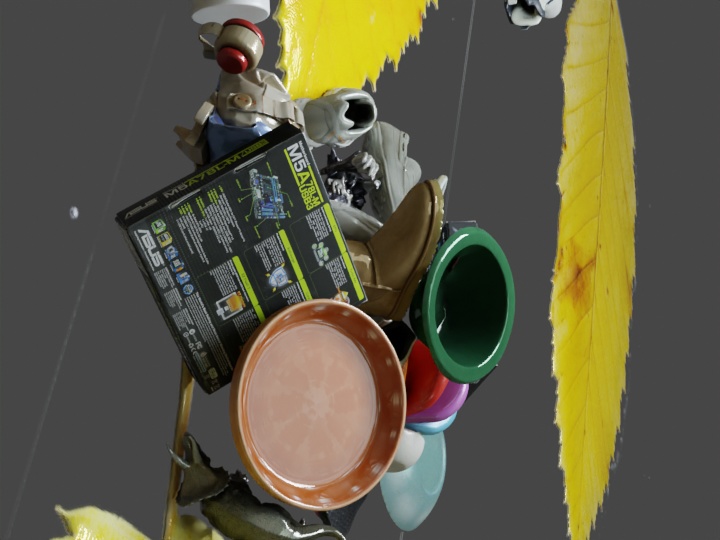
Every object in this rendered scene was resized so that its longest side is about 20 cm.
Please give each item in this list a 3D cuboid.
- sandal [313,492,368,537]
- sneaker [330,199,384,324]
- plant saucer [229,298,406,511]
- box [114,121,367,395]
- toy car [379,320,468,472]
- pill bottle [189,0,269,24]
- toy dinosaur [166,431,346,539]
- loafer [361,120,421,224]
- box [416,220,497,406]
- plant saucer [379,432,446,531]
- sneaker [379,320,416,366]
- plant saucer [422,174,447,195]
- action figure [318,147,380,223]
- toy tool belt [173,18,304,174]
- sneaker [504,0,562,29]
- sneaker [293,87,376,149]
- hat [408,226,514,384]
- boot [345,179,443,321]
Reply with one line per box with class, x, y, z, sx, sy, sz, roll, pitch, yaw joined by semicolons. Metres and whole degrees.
sandal;-0.029;0.267;1.411;0.200;0.044;0.076;-8;98;-79
sneaker;0.000;0.000;1.341;0.100;0.078;0.200;-53;137;-11
plant saucer;-0.042;0.130;1.157;0.198;0.032;0.203;3;85;-36
box;-0.109;-0.010;1.146;0.192;0.047;0.202;-32;121;-16
toy car;0.056;0.139;1.460;0.200;0.148;0.177;55;32;-52
pill bottle;-0.139;-0.359;1.215;0.108;0.107;0.203;5;81;-64
toy dinosaur;-0.106;0.240;1.145;0.077;0.199;0.102;-55;170;-1
loafer;0.046;-0.125;1.527;0.201;0.069;0.070;-96;-162;-48
box;0.120;0.066;1.585;0.199;0.049;0.203;114;-28;-63
plant saucer;0.081;0.255;1.637;0.200;0.038;0.204;22;66;-61
sneaker;-0.013;0.114;1.285;0.074;0.080;0.200;44;48;5
plant saucer;0.058;-0.039;1.578;0.200;0.050;0.202;22;89;-85
action figure;-0.017;-0.077;1.426;0.200;0.101;0.120;-47;126;-54
toy tool belt;-0.122;-0.135;1.182;0.201;0.123;0.124;82;23;-55
sneaker;0.323;-0.498;2.253;0.199;0.079;0.131;38;53;-57
sneaker;-0.011;-0.190;1.470;0.200;0.091;0.077;-34;115;-63
hat;0.066;0.040;1.367;0.166;0.175;0.201;-53;131;-29
boot;-0.026;-0.027;1.239;0.066;0.197;0.177;-120;-136;-58
